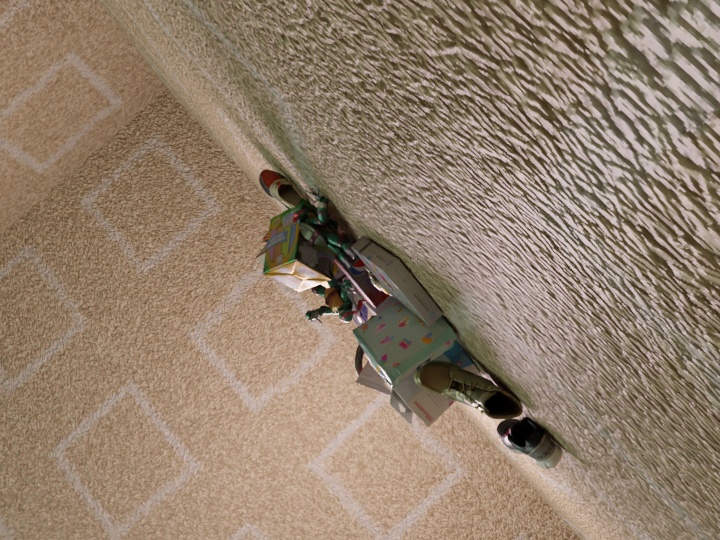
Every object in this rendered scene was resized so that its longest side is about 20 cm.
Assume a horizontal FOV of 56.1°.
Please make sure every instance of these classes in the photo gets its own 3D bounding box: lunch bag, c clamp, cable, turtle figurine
[{"bbox_3d":[0.096,0.150,1.407,0.122,0.170,0.200,60,172,-20],"label":"lunch bag"},{"bbox_3d":[0.031,0.212,1.776,0.027,0.200,0.171,8,132,20],"label":"c clamp"},{"bbox_3d":[0.076,0.054,1.556,0.200,0.050,0.097,52,178,-37],"label":"cable"},{"bbox_3d":[-0.080,-0.095,1.522,0.200,0.101,0.150,42,175,5],"label":"turtle figurine"},{"bbox_3d":[-0.072,0.066,1.660,0.101,0.150,0.200,27,-158,-55],"label":"turtle figurine"}]

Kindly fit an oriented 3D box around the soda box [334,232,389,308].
[{"bbox_3d":[0.000,0.000,1.699,0.200,0.070,0.063,51,172,-34],"label":"soda box"}]

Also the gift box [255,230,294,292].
[{"bbox_3d":[-0.194,-0.072,2.088,0.187,0.200,0.184,46,137,-17],"label":"gift box"}]

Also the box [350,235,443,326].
[{"bbox_3d":[0.070,0.017,1.360,0.156,0.041,0.200,49,174,-25],"label":"box"}]

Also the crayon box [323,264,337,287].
[{"bbox_3d":[-0.073,-0.005,1.991,0.051,0.126,0.200,10,160,22],"label":"crayon box"}]

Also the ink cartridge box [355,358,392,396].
[{"bbox_3d":[0.113,0.252,1.691,0.199,0.177,0.045,17,145,21],"label":"ink cartridge box"}]

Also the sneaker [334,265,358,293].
[{"bbox_3d":[-0.058,-0.018,1.815,0.200,0.115,0.075,45,176,25],"label":"sneaker"}]

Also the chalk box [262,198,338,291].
[{"bbox_3d":[-0.140,-0.073,1.619,0.124,0.123,0.201,30,-127,-39],"label":"chalk box"}]

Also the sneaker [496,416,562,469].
[{"bbox_3d":[0.338,0.342,1.416,0.088,0.074,0.200,48,171,-16],"label":"sneaker"}]

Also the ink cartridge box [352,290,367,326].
[{"bbox_3d":[-0.017,0.076,1.979,0.198,0.047,0.201,58,-147,-63],"label":"ink cartridge box"}]

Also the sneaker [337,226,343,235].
[{"bbox_3d":[-0.092,-0.048,1.747,0.105,0.075,0.201,35,133,32],"label":"sneaker"}]

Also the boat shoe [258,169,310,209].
[{"bbox_3d":[-0.207,-0.215,1.844,0.200,0.071,0.063,44,169,20],"label":"boat shoe"}]

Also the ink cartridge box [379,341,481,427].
[{"bbox_3d":[0.148,0.244,1.542,0.125,0.200,0.129,43,173,47],"label":"ink cartridge box"}]

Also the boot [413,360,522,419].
[{"bbox_3d":[0.220,0.246,1.392,0.199,0.072,0.155,19,-179,-14],"label":"boot"}]

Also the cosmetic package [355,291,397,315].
[{"bbox_3d":[0.075,0.104,1.844,0.113,0.081,0.200,51,176,-38],"label":"cosmetic package"}]
